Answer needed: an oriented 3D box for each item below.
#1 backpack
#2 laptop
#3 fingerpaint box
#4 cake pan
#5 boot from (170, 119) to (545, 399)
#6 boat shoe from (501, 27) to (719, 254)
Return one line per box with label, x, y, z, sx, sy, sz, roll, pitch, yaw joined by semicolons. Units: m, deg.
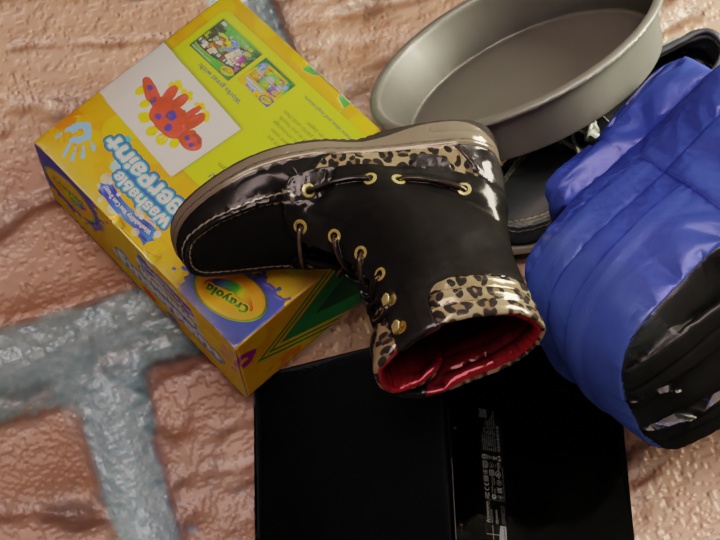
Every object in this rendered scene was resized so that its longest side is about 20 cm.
backpack;0.188;-0.006;1.169;0.200;0.163;0.168;-47;47;-9
laptop;0.050;0.144;1.198;0.198;0.116;0.189;11;62;-26
fingerpaint box;-0.076;-0.050;1.255;0.167;0.074;0.200;-40;66;-17
cake pan;0.102;-0.129;1.255;0.199;0.037;0.201;-22;27;12
boot;0.000;0.000;1.128;0.198;0.073;0.151;-12;51;-7
boat shoe;0.156;-0.085;1.275;0.199;0.062;0.075;-32;70;-13
